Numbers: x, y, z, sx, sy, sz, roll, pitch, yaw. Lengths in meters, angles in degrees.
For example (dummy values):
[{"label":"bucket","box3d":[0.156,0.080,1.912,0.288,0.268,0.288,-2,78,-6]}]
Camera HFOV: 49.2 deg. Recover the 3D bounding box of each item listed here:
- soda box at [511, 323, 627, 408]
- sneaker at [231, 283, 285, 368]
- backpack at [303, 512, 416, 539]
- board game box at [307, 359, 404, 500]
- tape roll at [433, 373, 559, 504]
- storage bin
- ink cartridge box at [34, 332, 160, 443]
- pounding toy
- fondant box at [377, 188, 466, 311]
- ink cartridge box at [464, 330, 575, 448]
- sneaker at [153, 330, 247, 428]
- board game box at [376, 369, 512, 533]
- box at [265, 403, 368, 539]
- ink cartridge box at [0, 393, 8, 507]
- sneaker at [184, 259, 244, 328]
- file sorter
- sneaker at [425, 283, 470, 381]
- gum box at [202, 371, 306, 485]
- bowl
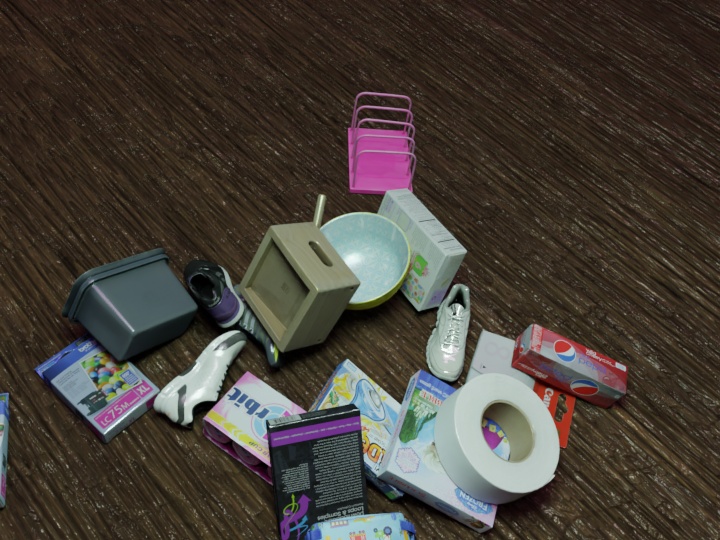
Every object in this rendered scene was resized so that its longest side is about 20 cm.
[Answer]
[{"label":"soda box","box3d":[0.378,0.173,1.425,0.200,0.070,0.064,25,51,-6]},{"label":"sneaker","box3d":[-0.194,0.101,1.440,0.081,0.074,0.200,-23,53,-9]},{"label":"backpack","box3d":[0.004,0.467,1.123,0.182,0.135,0.200,-1,54,-7]},{"label":"board game box","box3d":[0.014,0.261,1.297,0.200,0.034,0.135,41,49,-7]},{"label":"tape roll","box3d":[0.223,0.273,1.282,0.202,0.071,0.203,14,54,-21]},{"label":"storage bin","box3d":[-0.396,0.072,1.382,0.134,0.146,0.200,46,34,15]},{"label":"ink cartridge box","box3d":[-0.452,0.188,1.345,0.200,0.042,0.119,36,55,22]},{"label":"pounding toy","box3d":[-0.101,0.000,1.386,0.142,0.184,0.200,-9,51,-45]},{"label":"fondant box","box3d":[0.102,-0.042,1.526,0.058,0.144,0.200,-10,47,-36]},{"label":"ink cartridge box","box3d":[0.292,0.211,1.423,0.200,0.057,0.163,16,50,11]},{"label":"sneaker","box3d":[-0.259,0.188,1.356,0.080,0.074,0.200,35,64,15]},{"label":"board game box","box3d":[0.148,0.295,1.301,0.200,0.041,0.200,29,51,-8]},{"label":"box","box3d":[-0.065,0.315,1.209,0.143,0.201,0.036,-8,11,-16]},{"label":"ink cartridge box","box3d":[-0.622,0.280,1.237,0.119,0.042,0.200,-6,51,-13]},{"label":"sneaker","box3d":[-0.283,0.018,1.438,0.076,0.088,0.200,-44,43,-5]},{"label":"file sorter","box3d":[0.048,-0.282,1.737,0.139,0.126,0.200,3,51,-6]},{"label":"sneaker","box3d":[0.169,0.112,1.466,0.075,0.081,0.200,13,52,0]},{"label":"gum box","box3d":[-0.155,0.267,1.302,0.200,0.066,0.114,31,53,17]},{"label":"bowl","box3d":[0.000,0.000,1.503,0.200,0.108,0.201,-4,59,7]}]
